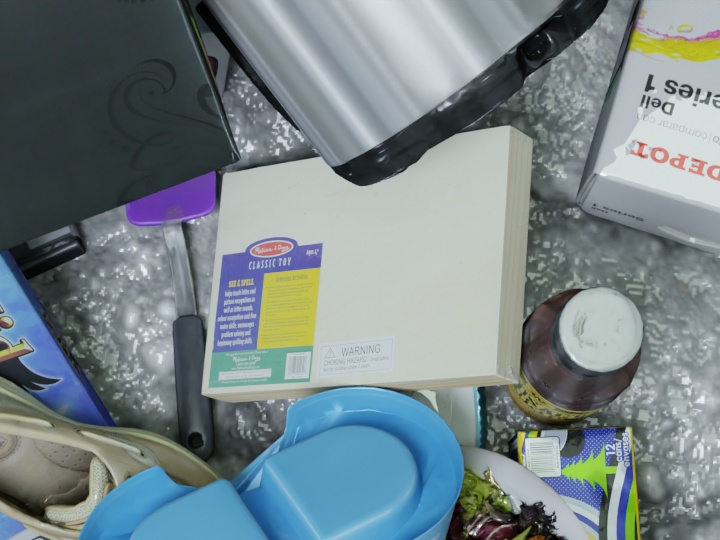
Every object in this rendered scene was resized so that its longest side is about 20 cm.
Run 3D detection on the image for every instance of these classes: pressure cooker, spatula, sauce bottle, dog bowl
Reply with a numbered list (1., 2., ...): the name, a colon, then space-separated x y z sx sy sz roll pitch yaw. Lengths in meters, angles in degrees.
1. pressure cooker: 0.005 -0.167 0.833 0.178 0.176 0.200 -39 101 -8
2. spatula: -0.103 0.011 0.972 0.056 0.021 0.201 -9 81 5
3. sauce bottle: 0.110 0.043 0.876 0.066 0.200 0.066 0 79 2
4. dog bowl: -0.041 0.132 0.835 0.199 0.050 0.112 -24 45 -19

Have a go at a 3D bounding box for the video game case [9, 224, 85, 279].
1. video game case: -0.286 -0.052 0.982 0.199 0.026 0.181 -24 81 -4

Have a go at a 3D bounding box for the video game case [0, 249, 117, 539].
1. video game case: -0.234 0.087 0.892 0.181 0.045 0.201 -30 119 -6

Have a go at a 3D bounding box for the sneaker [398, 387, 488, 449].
1. sneaker: 0.022 0.013 0.947 0.080 0.077 0.201 -8 76 7

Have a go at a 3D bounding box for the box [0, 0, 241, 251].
1. box: -0.179 -0.104 0.803 0.199 0.149 0.124 -21 37 -2

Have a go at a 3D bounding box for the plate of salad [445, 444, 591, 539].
1. plate of salad: 0.040 0.191 0.872 0.199 0.048 0.201 -7 79 36

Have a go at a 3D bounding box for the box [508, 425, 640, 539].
1. box: 0.117 0.186 0.899 0.064 0.070 0.201 -2 80 0

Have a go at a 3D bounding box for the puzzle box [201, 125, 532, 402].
1. puzzle box: 0.000 0.000 0.912 0.199 0.025 0.134 -6 72 37

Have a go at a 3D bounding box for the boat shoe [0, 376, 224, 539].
1. boat shoe: -0.142 0.114 0.874 0.200 0.065 0.072 31 98 -30

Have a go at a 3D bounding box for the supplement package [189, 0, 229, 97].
1. supplement package: -0.181 -0.175 0.944 0.199 0.111 0.157 -7 77 -10

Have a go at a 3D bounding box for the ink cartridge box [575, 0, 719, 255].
1. ink cartridge box: 0.222 -0.115 0.963 0.144 0.084 0.201 17 81 3
